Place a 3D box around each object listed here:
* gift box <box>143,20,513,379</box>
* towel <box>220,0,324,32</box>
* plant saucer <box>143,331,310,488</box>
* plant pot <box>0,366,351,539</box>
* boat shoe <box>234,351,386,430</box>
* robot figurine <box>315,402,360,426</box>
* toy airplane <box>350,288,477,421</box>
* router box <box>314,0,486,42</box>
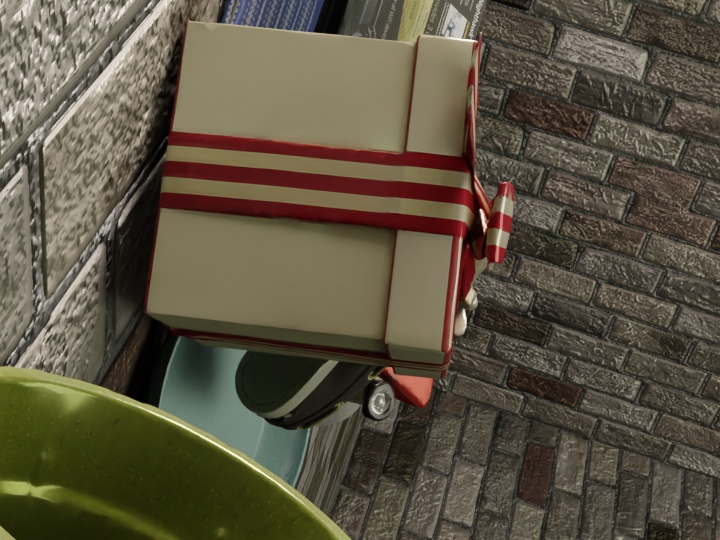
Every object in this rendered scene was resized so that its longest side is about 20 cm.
[{"bbox_3d":[-0.006,-0.047,0.650,0.185,0.183,0.204,52,46,-84],"label":"gift box"},{"bbox_3d":[-0.052,-0.193,0.758,0.200,0.023,0.147,7,101,-83],"label":"towel"},{"bbox_3d":[-0.094,0.097,0.789,0.199,0.035,0.204,-19,111,-62],"label":"plant saucer"},{"bbox_3d":[-0.115,0.169,0.435,0.192,0.198,0.200,-61,176,6],"label":"plant pot"},{"bbox_3d":[0.006,0.031,0.773,0.200,0.072,0.061,-39,145,2],"label":"boat shoe"},{"bbox_3d":[-0.043,0.091,1.193,0.169,0.113,0.201,-41,163,-19],"label":"robot figurine"},{"bbox_3d":[0.000,0.000,0.899,0.141,0.200,0.200,-41,163,-25],"label":"toy airplane"},{"bbox_3d":[0.028,-0.206,0.928,0.156,0.052,0.203,30,74,-46],"label":"router box"}]
